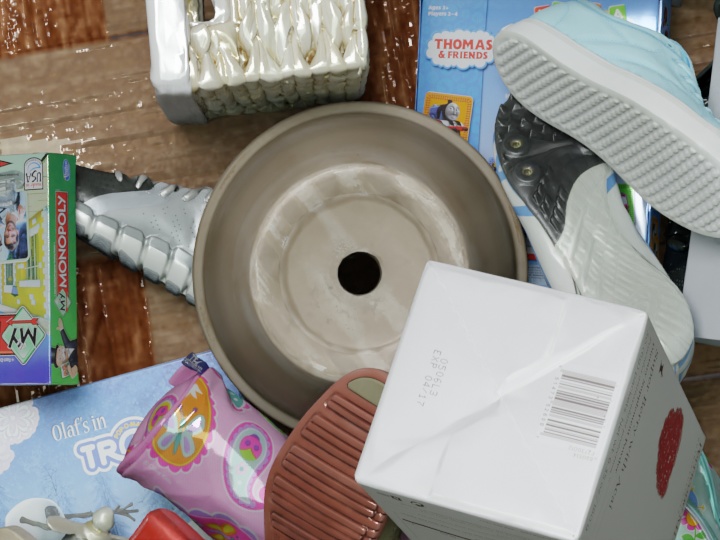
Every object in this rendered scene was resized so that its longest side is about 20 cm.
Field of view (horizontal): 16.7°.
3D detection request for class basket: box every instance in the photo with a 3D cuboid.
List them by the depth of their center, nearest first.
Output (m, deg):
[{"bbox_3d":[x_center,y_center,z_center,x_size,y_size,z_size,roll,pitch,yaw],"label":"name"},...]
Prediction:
[{"bbox_3d":[-0.060,-0.162,1.419,0.123,0.200,0.136,-5,89,-2],"label":"basket"}]

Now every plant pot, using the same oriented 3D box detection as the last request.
[{"bbox_3d":[0.000,0.000,1.362,0.199,0.174,0.201,0,89,0],"label":"plant pot"}]

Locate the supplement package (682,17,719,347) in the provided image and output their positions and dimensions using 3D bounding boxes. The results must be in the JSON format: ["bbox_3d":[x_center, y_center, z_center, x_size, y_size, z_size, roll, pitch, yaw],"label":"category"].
[{"bbox_3d":[0.308,-0.038,1.375,0.199,0.147,0.192,9,88,-24],"label":"supplement package"}]

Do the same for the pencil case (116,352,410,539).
[{"bbox_3d":[-0.042,0.137,1.394,0.200,0.087,0.088,39,92,-2],"label":"pencil case"}]

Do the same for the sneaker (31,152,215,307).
[{"bbox_3d":[-0.101,-0.045,1.485,0.199,0.075,0.116,31,86,-6],"label":"sneaker"}]

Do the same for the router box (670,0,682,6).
[{"bbox_3d":[0.106,-0.203,1.402,0.179,0.200,0.049,12,90,4],"label":"router box"}]

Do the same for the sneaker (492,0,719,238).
[{"bbox_3d":[0.167,-0.097,1.369,0.082,0.074,0.200,-33,56,-24],"label":"sneaker"}]

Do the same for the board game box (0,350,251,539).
[{"bbox_3d":[-0.146,0.166,1.490,0.199,0.043,0.200,-16,87,4],"label":"board game box"}]

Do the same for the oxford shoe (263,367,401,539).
[{"bbox_3d":[-0.009,0.135,1.306,0.071,0.074,0.201,34,118,25],"label":"oxford shoe"}]

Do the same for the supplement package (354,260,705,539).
[{"bbox_3d":[0.093,0.096,1.259,0.119,0.200,0.122,13,73,21],"label":"supplement package"}]

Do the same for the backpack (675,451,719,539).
[{"bbox_3d":[0.140,0.171,1.419,0.175,0.153,0.201,-23,79,8],"label":"backpack"}]

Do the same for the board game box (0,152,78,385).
[{"bbox_3d":[-0.254,0.002,1.466,0.199,0.029,0.135,-2,87,32],"label":"board game box"}]

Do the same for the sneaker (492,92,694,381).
[{"bbox_3d":[0.126,-0.015,1.401,0.072,0.073,0.201,-17,64,-17],"label":"sneaker"}]

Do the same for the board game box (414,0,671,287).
[{"bbox_3d":[0.105,-0.064,1.465,0.150,0.037,0.201,3,90,19],"label":"board game box"}]

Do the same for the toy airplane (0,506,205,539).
[{"bbox_3d":[-0.119,0.229,1.407,0.141,0.199,0.201,-29,100,-41],"label":"toy airplane"}]

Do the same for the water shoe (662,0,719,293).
[{"bbox_3d":[0.206,-0.071,1.448,0.079,0.071,0.201,26,81,-25],"label":"water shoe"}]
